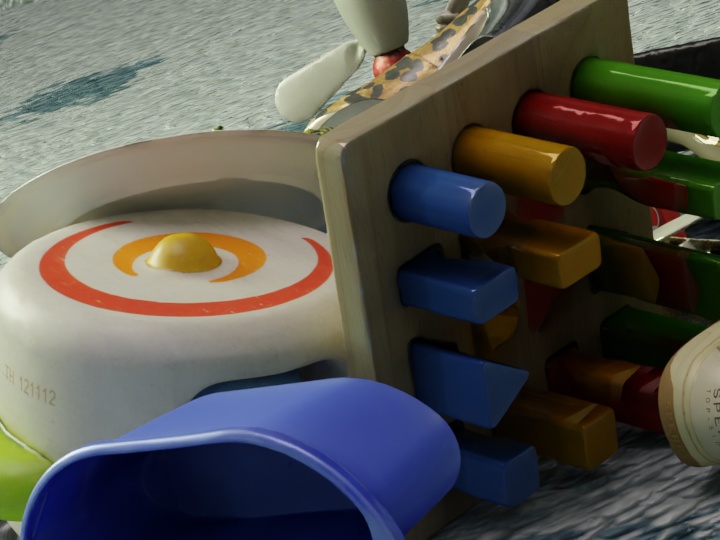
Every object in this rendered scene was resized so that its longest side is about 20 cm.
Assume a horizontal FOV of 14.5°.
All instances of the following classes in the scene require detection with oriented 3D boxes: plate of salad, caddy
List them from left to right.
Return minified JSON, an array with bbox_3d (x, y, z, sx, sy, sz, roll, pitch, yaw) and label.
[{"bbox_3d":[-0.089,-0.040,1.421,0.199,0.048,0.200,-9,-19,-3],"label":"plate of salad"},{"bbox_3d":[-0.043,0.122,1.081,0.199,0.142,0.105,-9,12,39],"label":"caddy"}]

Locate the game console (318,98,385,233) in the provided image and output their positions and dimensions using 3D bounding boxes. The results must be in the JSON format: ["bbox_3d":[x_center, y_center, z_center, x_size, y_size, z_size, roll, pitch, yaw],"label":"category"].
[{"bbox_3d":[0.000,0.000,1.478,0.177,0.031,0.200,-46,39,-10],"label":"game console"}]

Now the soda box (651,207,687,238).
[{"bbox_3d":[0.114,-0.020,1.545,0.063,0.070,0.200,-21,13,-13],"label":"soda box"}]

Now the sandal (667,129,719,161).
[{"bbox_3d":[0.220,-0.045,1.513,0.080,0.054,0.200,7,12,-23],"label":"sandal"}]

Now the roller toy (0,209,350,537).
[{"bbox_3d":[-0.081,0.049,1.318,0.182,0.140,0.200,6,20,13],"label":"roller toy"}]

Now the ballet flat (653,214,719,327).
[{"bbox_3d":[0.199,-0.004,1.380,0.199,0.071,0.071,-10,17,36],"label":"ballet flat"}]

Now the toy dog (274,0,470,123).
[{"bbox_3d":[0.012,-0.093,1.744,0.131,0.201,0.096,2,5,-36],"label":"toy dog"}]

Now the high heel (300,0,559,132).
[{"bbox_3d":[0.036,-0.097,1.672,0.200,0.072,0.143,-35,7,28],"label":"high heel"}]

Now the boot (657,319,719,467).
[{"bbox_3d":[0.241,0.021,1.208,0.200,0.073,0.155,-33,18,-37],"label":"boot"}]

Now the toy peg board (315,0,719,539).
[{"bbox_3d":[0.093,0.003,1.262,0.098,0.201,0.199,14,33,41],"label":"toy peg board"}]

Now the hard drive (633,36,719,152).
[{"bbox_3d":[0.162,-0.096,1.670,0.139,0.033,0.200,-11,-8,7],"label":"hard drive"}]

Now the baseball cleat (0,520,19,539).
[{"bbox_3d":[-0.136,0.110,1.449,0.106,0.070,0.200,2,24,20],"label":"baseball cleat"}]
